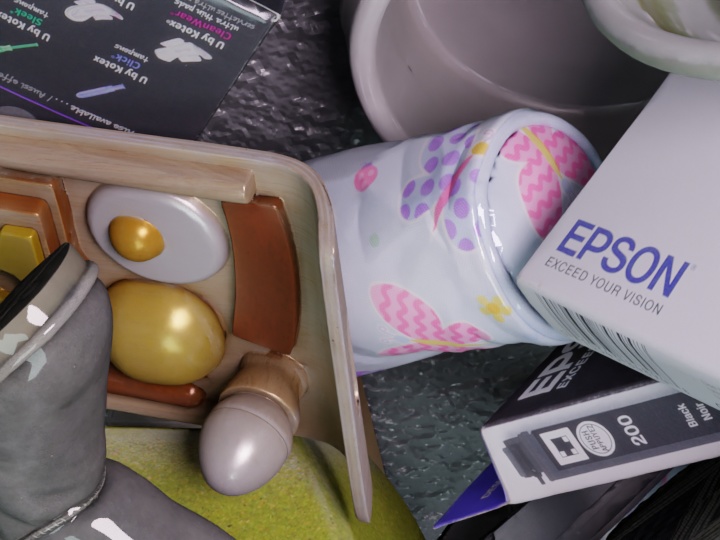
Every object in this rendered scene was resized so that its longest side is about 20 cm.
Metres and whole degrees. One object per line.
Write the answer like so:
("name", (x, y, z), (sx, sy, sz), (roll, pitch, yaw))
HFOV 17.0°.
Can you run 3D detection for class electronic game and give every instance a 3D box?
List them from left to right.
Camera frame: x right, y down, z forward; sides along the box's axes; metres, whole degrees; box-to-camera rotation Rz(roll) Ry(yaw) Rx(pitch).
("electronic game", (0.095, 0.083, 1.000), (0.042, 0.200, 0.200), (45, 133, -1))

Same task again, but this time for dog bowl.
("dog bowl", (0.085, -0.092, 0.888), (0.199, 0.059, 0.201), (5, 140, 4))

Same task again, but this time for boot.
("boot", (-0.057, 0.095, 0.800), (0.200, 0.073, 0.182), (40, 148, -1))

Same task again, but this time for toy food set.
("toy food set", (-0.094, 0.021, 0.835), (0.199, 0.061, 0.144), (8, 139, 15))

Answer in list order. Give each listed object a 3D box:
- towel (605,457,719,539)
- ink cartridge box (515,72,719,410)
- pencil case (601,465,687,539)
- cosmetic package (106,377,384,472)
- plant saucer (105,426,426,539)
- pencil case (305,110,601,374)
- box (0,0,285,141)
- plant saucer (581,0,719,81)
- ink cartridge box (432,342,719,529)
("towel", (0.136, 0.086, 0.825), (0.035, 0.193, 0.200), (49, 119, 1))
("ink cartridge box", (0.171, -0.038, 0.737), (0.043, 0.200, 0.196), (42, 169, -37))
("pencil case", (0.158, 0.105, 1.029), (0.083, 0.091, 0.200), (14, 170, -10))
("cosmetic package", (-0.044, 0.102, 1.128), (0.105, 0.071, 0.201), (0, 140, 10))
("plant saucer", (-0.082, 0.088, 0.969), (0.199, 0.048, 0.200), (0, 175, 9))
("pencil case", (0.000, 0.000, 0.894), (0.199, 0.084, 0.091), (-13, 152, 42))
("box", (-0.106, -0.090, 0.866), (0.106, 0.123, 0.200), (23, 137, -15))
("plant saucer", (0.166, -0.109, 0.740), (0.199, 0.201, 0.050), (-14, 125, 23))
("ink cartridge box", (0.134, 0.011, 0.890), (0.200, 0.198, 0.044), (-22, 105, 48))
